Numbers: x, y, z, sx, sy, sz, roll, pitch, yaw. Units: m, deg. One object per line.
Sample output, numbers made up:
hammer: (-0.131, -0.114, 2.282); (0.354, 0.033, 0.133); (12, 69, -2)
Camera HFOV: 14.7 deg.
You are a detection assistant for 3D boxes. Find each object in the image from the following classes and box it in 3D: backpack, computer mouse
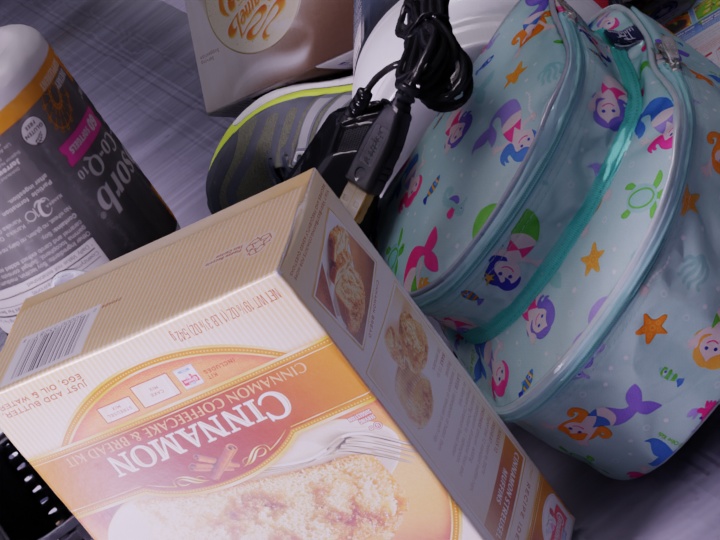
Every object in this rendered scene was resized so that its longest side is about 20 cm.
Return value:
backpack: (0.101, -0.015, 1.198); (0.178, 0.150, 0.200); (-55, 26, 17)
computer mouse: (-0.005, -0.027, 1.202); (0.200, 0.046, 0.140); (-56, 12, 12)

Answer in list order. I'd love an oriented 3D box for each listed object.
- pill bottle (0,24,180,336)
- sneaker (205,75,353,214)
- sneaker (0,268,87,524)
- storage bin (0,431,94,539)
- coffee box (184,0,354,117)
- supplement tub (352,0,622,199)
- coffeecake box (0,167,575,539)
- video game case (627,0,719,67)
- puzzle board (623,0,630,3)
pill bottle: (-0.170, -0.026, 1.532); (0.116, 0.200, 0.116); (-29, 24, 15)
sneaker: (-0.011, -0.065, 1.557); (0.200, 0.074, 0.081); (-24, 30, 33)
sneaker: (-0.168, 0.072, 1.458); (0.200, 0.109, 0.070); (-25, 24, 23)
storage bin: (-0.073, 0.090, 1.300); (0.200, 0.094, 0.135); (-37, 23, -9)
coffee box: (-0.004, -0.170, 1.594); (0.200, 0.115, 0.080); (-19, -12, 40)
supplement tub: (0.065, -0.108, 1.396); (0.140, 0.140, 0.200); (-28, 29, 17)
coffeecake box: (-0.031, 0.078, 1.136); (0.153, 0.200, 0.073); (-23, 28, 28)
video game case: (0.179, -0.124, 1.472); (0.143, 0.018, 0.200); (-30, 24, 14)
puzzle board: (0.162, -0.187, 1.586); (0.150, 0.017, 0.200); (-21, 19, 44)
